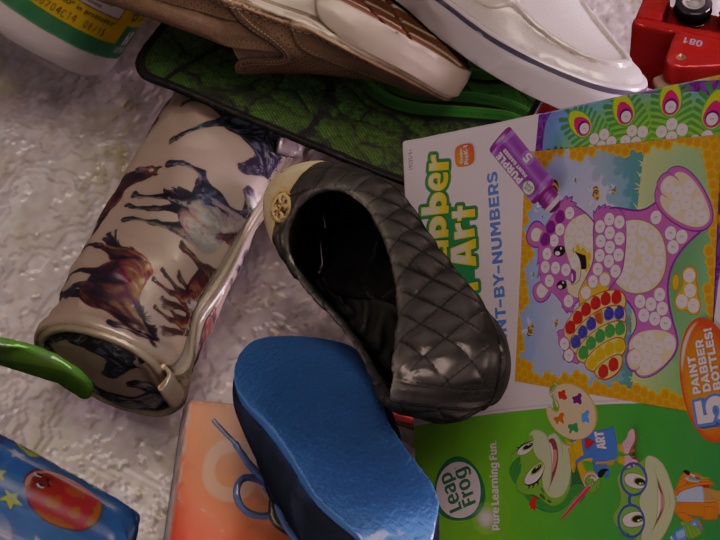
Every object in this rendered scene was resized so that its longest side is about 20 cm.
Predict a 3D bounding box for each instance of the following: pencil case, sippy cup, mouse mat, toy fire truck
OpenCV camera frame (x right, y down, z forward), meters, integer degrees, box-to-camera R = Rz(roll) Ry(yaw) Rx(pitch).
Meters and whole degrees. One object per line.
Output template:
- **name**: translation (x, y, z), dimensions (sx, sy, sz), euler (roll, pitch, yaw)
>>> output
- **pencil case**: translation (-0.088, -0.018, 0.831), dimensions (0.089, 0.078, 0.201), euler (1, 48, 29)
- **sippy cup**: translation (-0.170, 0.128, 0.714), dimensions (0.129, 0.179, 0.140), euler (22, 13, -4)
- **mouse mat**: translation (0.003, -0.121, 0.861), dimensions (0.199, 0.008, 0.161), euler (23, 55, 12)
- **toy fire truck**: translation (0.177, -0.082, 0.866), dimensions (0.199, 0.049, 0.142), euler (14, 51, 17)

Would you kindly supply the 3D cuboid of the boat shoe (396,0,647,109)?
- **boat shoe**: translation (0.070, -0.149, 0.828), dimensions (0.200, 0.070, 0.071), euler (41, 32, 27)

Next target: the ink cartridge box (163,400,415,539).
- **ink cartridge box**: translation (0.006, 0.149, 0.760), dimensions (0.198, 0.050, 0.163), euler (4, 58, 0)

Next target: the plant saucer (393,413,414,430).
- **plant saucer**: translation (0.120, 0.028, 0.849), dimensions (0.198, 0.037, 0.201), euler (15, 53, 4)

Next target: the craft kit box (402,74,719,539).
- **craft kit box**: translation (0.110, 0.027, 0.711), dimensions (0.048, 0.197, 0.202), euler (8, 76, -49)

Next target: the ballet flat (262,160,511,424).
- **ballet flat**: translation (0.000, 0.000, 0.739), dimensions (0.056, 0.067, 0.200), euler (6, 23, -32)

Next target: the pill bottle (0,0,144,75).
- **pill bottle**: translation (-0.130, -0.216, 0.883), dimensions (0.113, 0.113, 0.201), euler (39, 103, 18)

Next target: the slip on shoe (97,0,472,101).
- **slip on shoe**: translation (-0.043, -0.125, 0.824), dimensions (0.199, 0.061, 0.076), euler (24, 20, -5)

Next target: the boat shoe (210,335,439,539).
- **boat shoe**: translation (-0.020, 0.090, 0.705), dimensions (0.083, 0.069, 0.200), euler (-1, 22, -8)
